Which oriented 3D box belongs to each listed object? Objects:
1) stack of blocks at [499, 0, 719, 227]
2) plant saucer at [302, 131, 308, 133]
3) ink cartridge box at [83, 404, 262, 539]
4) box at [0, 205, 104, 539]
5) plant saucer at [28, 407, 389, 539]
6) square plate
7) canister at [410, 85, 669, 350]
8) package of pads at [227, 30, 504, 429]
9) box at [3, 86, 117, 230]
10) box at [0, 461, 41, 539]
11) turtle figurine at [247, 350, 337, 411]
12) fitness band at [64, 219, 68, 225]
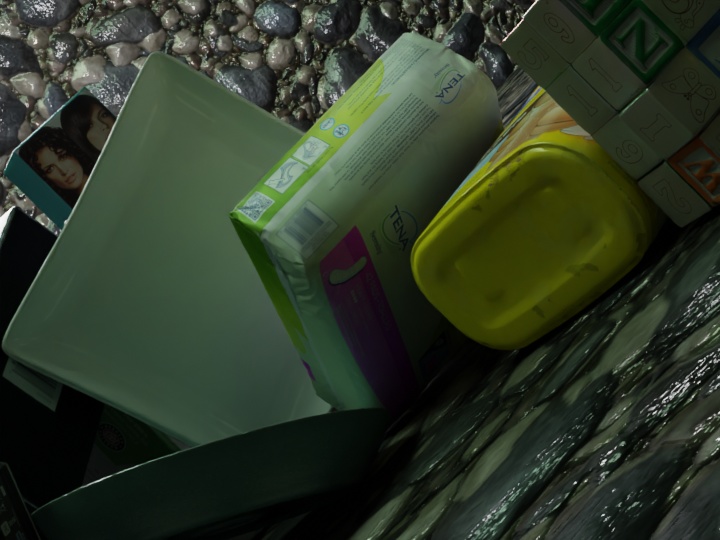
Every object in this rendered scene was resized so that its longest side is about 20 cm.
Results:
[{"bbox_3d":[0.114,-0.133,0.742,0.115,0.200,0.059,-45,1,-24],"label":"stack of blocks"},{"bbox_3d":[-0.047,-0.067,1.370,0.198,0.037,0.201,-5,-18,-2],"label":"plant saucer"},{"bbox_3d":[-0.158,0.155,1.167,0.200,0.145,0.088,-44,3,34],"label":"ink cartridge box"},{"bbox_3d":[-0.250,0.096,1.064,0.182,0.104,0.201,-35,30,33],"label":"box"},{"bbox_3d":[-0.074,0.120,0.905,0.198,0.036,0.200,-17,-12,-4],"label":"plant saucer"},{"bbox_3d":[-0.084,0.002,1.030,0.201,0.197,0.028,-63,13,-5],"label":"square plate"},{"bbox_3d":[0.121,-0.064,0.857,0.148,0.087,0.200,-42,7,47],"label":"canister"},{"bbox_3d":[0.022,-0.018,0.952,0.155,0.068,0.200,-48,-30,-16],"label":"package of pads"},{"bbox_3d":[-0.170,-0.038,1.305,0.082,0.200,0.049,-47,3,-27],"label":"box"},{"bbox_3d":[-0.211,0.215,0.856,0.044,0.201,0.160,11,43,33],"label":"box"},{"bbox_3d":[0.000,0.000,1.115,0.201,0.149,0.101,-60,4,-17],"label":"turtle figurine"},{"bbox_3d":[-0.122,-0.021,1.195,0.200,0.142,0.038,-33,-55,-72],"label":"fitness band"}]
